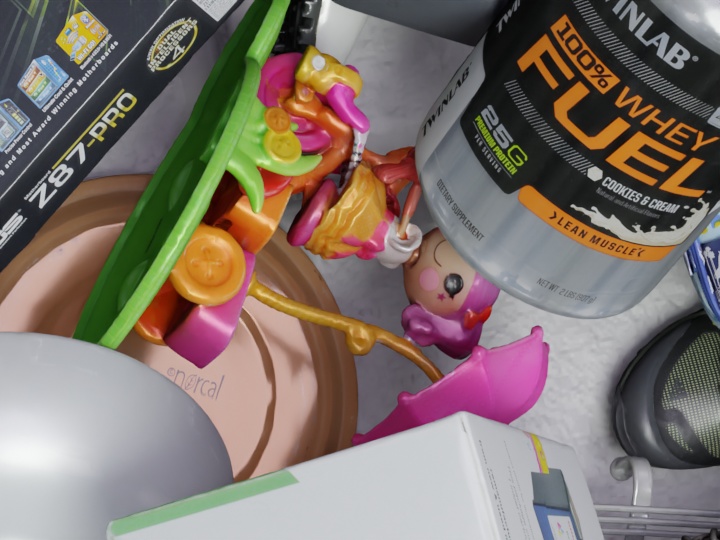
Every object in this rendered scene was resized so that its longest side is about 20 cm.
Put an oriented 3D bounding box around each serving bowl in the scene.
[{"bbox_3d":[-0.148,0.118,1.045,0.198,0.201,0.066,6,42,-14],"label":"serving bowl"}]

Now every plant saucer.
[{"bbox_3d":[-0.096,0.056,1.149,0.199,0.032,0.202,2,84,-15],"label":"plant saucer"}]

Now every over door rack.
[{"bbox_3d":[0.110,0.181,1.178,0.146,0.067,0.202,4,96,-15],"label":"over door rack"}]

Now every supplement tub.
[{"bbox_3d":[0.117,-0.085,1.027,0.122,0.200,0.123,21,40,-19],"label":"supplement tub"}]

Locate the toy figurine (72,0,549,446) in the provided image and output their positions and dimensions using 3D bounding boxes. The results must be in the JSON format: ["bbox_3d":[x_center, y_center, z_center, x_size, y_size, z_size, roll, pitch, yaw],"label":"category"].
[{"bbox_3d":[0.000,0.000,1.097,0.183,0.150,0.201,30,61,-12],"label":"toy figurine"}]

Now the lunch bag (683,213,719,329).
[{"bbox_3d":[0.227,-0.061,1.129,0.198,0.082,0.162,-15,90,5],"label":"lunch bag"}]

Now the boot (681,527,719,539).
[{"bbox_3d":[0.162,0.123,1.102,0.173,0.069,0.202,-9,116,-12],"label":"boot"}]

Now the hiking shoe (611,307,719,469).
[{"bbox_3d":[0.214,0.040,1.195,0.199,0.101,0.076,-18,88,-16],"label":"hiking shoe"}]

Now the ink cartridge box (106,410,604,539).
[{"bbox_3d":[0.009,0.121,0.996,0.144,0.200,0.088,-18,76,14],"label":"ink cartridge box"}]

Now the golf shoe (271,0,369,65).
[{"bbox_3d":[0.023,-0.164,1.181,0.094,0.078,0.201,22,80,-12],"label":"golf shoe"}]

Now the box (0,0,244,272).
[{"bbox_3d":[-0.146,-0.114,1.027,0.200,0.049,0.161,-47,67,4],"label":"box"}]

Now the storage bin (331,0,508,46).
[{"bbox_3d":[0.046,-0.178,1.050,0.144,0.200,0.135,17,81,5],"label":"storage bin"}]
